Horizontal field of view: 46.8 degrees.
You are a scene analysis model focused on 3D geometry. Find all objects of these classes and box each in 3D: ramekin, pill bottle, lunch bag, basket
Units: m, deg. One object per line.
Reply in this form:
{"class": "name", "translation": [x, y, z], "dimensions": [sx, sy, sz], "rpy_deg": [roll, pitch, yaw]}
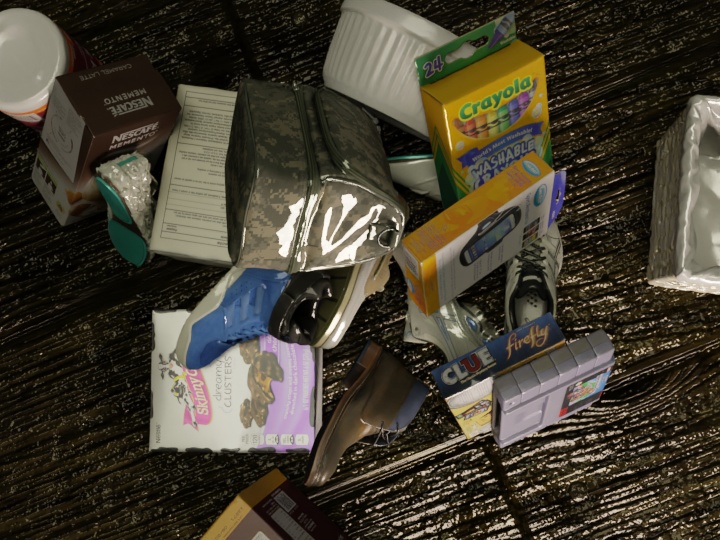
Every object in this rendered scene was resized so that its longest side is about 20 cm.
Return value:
{"class": "ramekin", "translation": [0.051, -0.222, 0.954], "dimensions": [0.199, 0.200, 0.106], "rpy_deg": [28, 98, 7]}
{"class": "pill bottle", "translation": [-0.360, -0.218, 0.984], "dimensions": [0.113, 0.200, 0.115], "rpy_deg": [0, 85, 5]}
{"class": "lunch bag", "translation": [-0.048, -0.098, 0.858], "dimensions": [0.166, 0.201, 0.140], "rpy_deg": [6, 128, -17]}
{"class": "basket", "translation": [0.435, -0.071, 0.919], "dimensions": [0.198, 0.161, 0.200], "rpy_deg": [5, 85, 6]}

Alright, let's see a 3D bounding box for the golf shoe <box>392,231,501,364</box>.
{"class": "golf shoe", "translation": [0.077, 0.040, 0.987], "dimensions": [0.097, 0.078, 0.200], "rpy_deg": [-39, 81, 7]}

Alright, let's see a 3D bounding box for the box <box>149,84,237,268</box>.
{"class": "box", "translation": [-0.162, -0.106, 1.002], "dimensions": [0.127, 0.109, 0.202], "rpy_deg": [9, 86, 5]}

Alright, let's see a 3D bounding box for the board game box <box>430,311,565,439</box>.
{"class": "board game box", "translation": [0.157, 0.121, 0.907], "dimensions": [0.135, 0.200, 0.035], "rpy_deg": [-27, 64, 2]}

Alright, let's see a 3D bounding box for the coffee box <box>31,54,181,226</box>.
{"class": "coffee box", "translation": [-0.298, -0.146, 0.960], "dimensions": [0.114, 0.200, 0.080], "rpy_deg": [-29, 81, -36]}

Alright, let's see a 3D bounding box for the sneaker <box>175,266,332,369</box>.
{"class": "sneaker", "translation": [-0.112, 0.059, 0.910], "dimensions": [0.111, 0.077, 0.200], "rpy_deg": [44, 101, 17]}

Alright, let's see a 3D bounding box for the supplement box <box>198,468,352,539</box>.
{"class": "supplement box", "translation": [-0.081, 0.347, 0.909], "dimensions": [0.200, 0.197, 0.133], "rpy_deg": [41, 90, 8]}

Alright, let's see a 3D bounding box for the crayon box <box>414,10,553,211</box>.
{"class": "crayon box", "translation": [0.138, -0.155, 0.892], "dimensions": [0.125, 0.201, 0.052], "rpy_deg": [-28, 42, -12]}

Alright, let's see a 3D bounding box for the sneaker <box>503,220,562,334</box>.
{"class": "sneaker", "translation": [0.203, 0.004, 0.970], "dimensions": [0.075, 0.088, 0.202], "rpy_deg": [-3, 83, 7]}

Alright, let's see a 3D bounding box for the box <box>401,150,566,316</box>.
{"class": "box", "translation": [0.136, -0.044, 0.899], "dimensions": [0.199, 0.119, 0.042], "rpy_deg": [-36, 61, -13]}

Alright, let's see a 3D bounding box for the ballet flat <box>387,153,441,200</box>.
{"class": "ballet flat", "translation": [0.118, -0.116, 0.994], "dimensions": [0.198, 0.069, 0.070], "rpy_deg": [-10, 84, -7]}

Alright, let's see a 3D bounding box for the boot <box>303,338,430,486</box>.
{"class": "boot", "translation": [0.011, 0.175, 0.945], "dimensions": [0.096, 0.075, 0.201], "rpy_deg": [30, 51, -1]}

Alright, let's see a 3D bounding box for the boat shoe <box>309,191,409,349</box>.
{"class": "boat shoe", "translation": [0.000, 0.000, 0.945], "dimensions": [0.068, 0.075, 0.201], "rpy_deg": [22, 92, -36]}

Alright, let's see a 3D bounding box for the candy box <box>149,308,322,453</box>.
{"class": "candy box", "translation": [-0.147, 0.131, 0.998], "dimensions": [0.198, 0.072, 0.169], "rpy_deg": [-1, 85, 4]}

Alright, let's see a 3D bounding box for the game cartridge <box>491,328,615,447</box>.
{"class": "game cartridge", "translation": [0.204, 0.134, 0.898], "dimensions": [0.129, 0.200, 0.039], "rpy_deg": [-21, 64, -1]}

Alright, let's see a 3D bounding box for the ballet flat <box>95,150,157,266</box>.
{"class": "ballet flat", "translation": [-0.260, -0.071, 0.977], "dimensions": [0.071, 0.200, 0.072], "rpy_deg": [3, 65, -7]}
